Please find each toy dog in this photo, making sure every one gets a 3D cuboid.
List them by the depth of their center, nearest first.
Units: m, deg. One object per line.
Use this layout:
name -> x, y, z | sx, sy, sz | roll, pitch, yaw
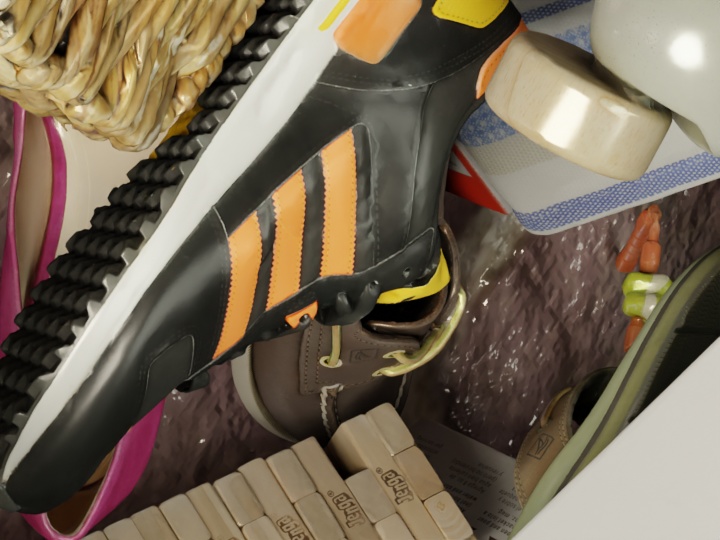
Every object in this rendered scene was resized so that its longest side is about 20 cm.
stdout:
toy dog -> 0.134, -0.051, 0.806 | 0.200, 0.096, 0.132 | -8, 129, -35

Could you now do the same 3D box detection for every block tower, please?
block tower -> -0.057, 0.105, 0.917 | 0.200, 0.058, 0.054 | -24, 161, -30

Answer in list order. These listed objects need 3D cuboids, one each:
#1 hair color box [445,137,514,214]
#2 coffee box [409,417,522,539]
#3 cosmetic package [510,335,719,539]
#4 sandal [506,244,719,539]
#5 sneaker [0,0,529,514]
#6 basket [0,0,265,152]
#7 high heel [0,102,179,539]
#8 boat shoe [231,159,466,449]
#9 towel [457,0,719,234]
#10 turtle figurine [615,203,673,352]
hair color box -> 0.061, -0.133, 0.959 | 0.200, 0.064, 0.111 | -53, 137, -13
coffee box -> -0.005, 0.163, 1.015 | 0.200, 0.080, 0.114 | -42, 134, -27
cosmetic package -> 0.153, 0.106, 0.872 | 0.200, 0.123, 0.199 | 4, 139, -44
sandal -> 0.077, 0.069, 0.970 | 0.201, 0.057, 0.080 | -52, 133, -12
sneaker -> -0.021, -0.004, 0.799 | 0.090, 0.070, 0.200 | 37, 81, -16
basket -> -0.085, -0.151, 0.759 | 0.200, 0.149, 0.143 | -65, 158, -4
high heel -> -0.074, -0.024, 0.833 | 0.067, 0.096, 0.200 | 12, 110, -13
boat shoe -> 0.000, 0.000, 0.928 | 0.072, 0.059, 0.200 | -50, 155, -31
towel -> 0.080, -0.091, 0.870 | 0.147, 0.024, 0.200 | -20, 139, 15
turtle figurine -> 0.125, 0.089, 1.081 | 0.161, 0.064, 0.200 | -81, 168, -50
